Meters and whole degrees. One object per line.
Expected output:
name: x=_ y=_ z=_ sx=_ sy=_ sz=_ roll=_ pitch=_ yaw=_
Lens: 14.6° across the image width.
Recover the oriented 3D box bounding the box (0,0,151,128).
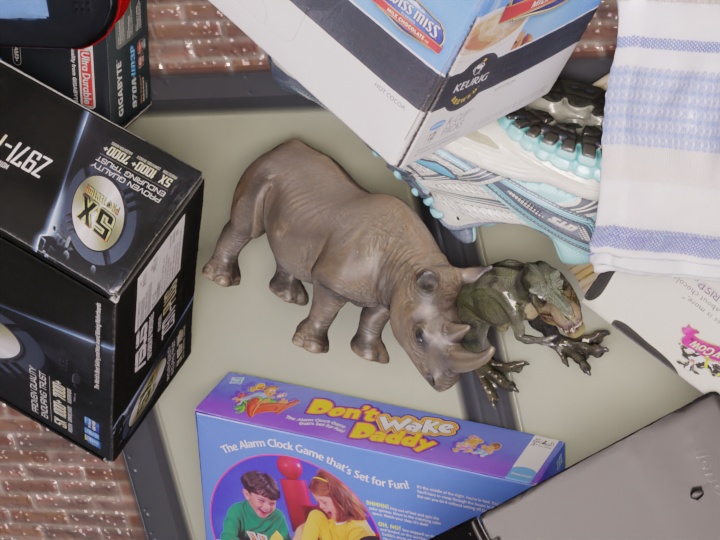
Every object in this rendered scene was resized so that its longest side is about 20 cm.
box: x=-0.190 y=-0.178 z=1.449 sx=0.159 sy=0.046 sz=0.200 roll=13 pitch=122 yaw=21

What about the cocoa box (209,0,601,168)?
cocoa box: x=0.008 y=-0.171 z=1.271 sx=0.200 sy=0.133 sz=0.131 roll=43 pitch=128 yaw=17

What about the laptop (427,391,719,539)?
laptop: x=0.124 y=0.189 z=1.375 sx=0.200 sy=0.116 sz=0.188 roll=-34 pitch=82 yaw=56

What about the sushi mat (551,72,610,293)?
sushi mat: x=0.158 y=-0.064 z=1.353 sx=0.200 sy=0.012 sz=0.096 roll=-32 pitch=99 yaw=37

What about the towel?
towel: x=0.162 y=-0.092 z=1.245 sx=0.147 sy=0.024 sz=0.201 roll=9 pitch=94 yaw=51

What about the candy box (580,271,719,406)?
candy box: x=0.213 y=-0.022 z=1.303 sx=0.136 sy=0.061 sz=0.200 roll=38 pitch=127 yaw=2

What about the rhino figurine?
rhino figurine: x=0.000 y=0.000 z=1.401 sx=0.200 sy=0.060 sz=0.088 roll=33 pitch=113 yaw=44

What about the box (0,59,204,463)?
box: x=-0.174 y=-0.009 z=1.465 sx=0.164 sy=0.086 sz=0.200 roll=30 pitch=153 yaw=9

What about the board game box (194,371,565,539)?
board game box: x=0.012 y=0.140 z=1.528 sx=0.199 sy=0.045 sz=0.135 roll=11 pitch=122 yaw=22

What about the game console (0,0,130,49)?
game console: x=-0.212 y=-0.197 z=1.400 sx=0.199 sy=0.031 sz=0.177 roll=4 pitch=119 yaw=25

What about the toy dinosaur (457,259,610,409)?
toy dinosaur: x=0.068 y=0.026 z=1.426 sx=0.088 sy=0.048 sz=0.200 roll=42 pitch=155 yaw=-27

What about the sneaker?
sneaker: x=0.040 y=-0.058 z=1.369 sx=0.200 sy=0.078 sz=0.087 roll=23 pitch=126 yaw=21
